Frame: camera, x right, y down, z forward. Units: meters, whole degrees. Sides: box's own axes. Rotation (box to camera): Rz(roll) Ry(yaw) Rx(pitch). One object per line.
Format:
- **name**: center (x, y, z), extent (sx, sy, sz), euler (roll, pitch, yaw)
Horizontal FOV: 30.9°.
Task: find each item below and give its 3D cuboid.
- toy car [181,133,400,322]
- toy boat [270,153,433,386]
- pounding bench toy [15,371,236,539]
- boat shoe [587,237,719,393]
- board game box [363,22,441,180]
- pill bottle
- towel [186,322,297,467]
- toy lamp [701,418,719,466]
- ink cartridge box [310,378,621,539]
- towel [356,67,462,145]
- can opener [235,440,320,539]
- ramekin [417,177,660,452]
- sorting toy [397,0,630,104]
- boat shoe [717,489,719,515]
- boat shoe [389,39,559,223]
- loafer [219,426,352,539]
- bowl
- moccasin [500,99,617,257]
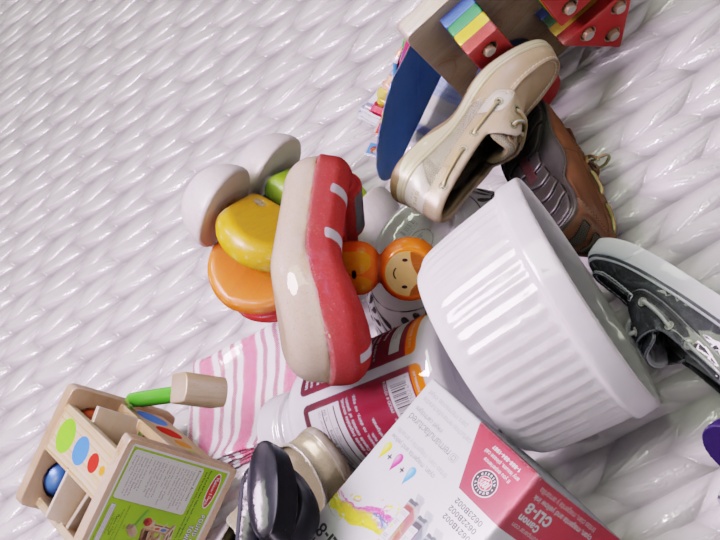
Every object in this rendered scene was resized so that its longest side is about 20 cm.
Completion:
- **toy car**: center (-0.070, -0.026, 1.253), extent (0.175, 0.150, 0.200), euler (29, 37, 17)
- **toy boat**: center (0.000, 0.000, 1.049), extent (0.130, 0.131, 0.200), euler (0, 44, 5)
- **pounding bench toy**: center (-0.210, 0.164, 1.224), extent (0.156, 0.124, 0.201), euler (29, 94, 51)
- **boat shoe**: center (0.235, 0.041, 0.994), extent (0.068, 0.072, 0.200), euler (-49, 46, -3)
- **board game box**: center (0.038, -0.189, 1.258), extent (0.039, 0.158, 0.201), euler (20, 68, 12)
- **pill bottle**: center (0.014, 0.115, 1.095), extent (0.200, 0.113, 0.113), euler (-24, 44, 32)
- **towel**: center (-0.097, 0.113, 1.270), extent (0.199, 0.030, 0.147), euler (-26, 43, 25)
- **toy lamp**: center (0.305, 0.057, 0.887), extent (0.058, 0.058, 0.200), euler (14, 50, 48)
- **ink cartridge box**: center (0.063, 0.217, 0.943), extent (0.200, 0.145, 0.145), euler (-50, 38, 0)
- **towel**: center (0.094, -0.218, 1.370), extent (0.200, 0.024, 0.147), euler (-52, 40, -5)
- **can opener**: center (-0.066, 0.222, 0.902), extent (0.063, 0.079, 0.201), euler (-15, 59, 27)
- **ramekin**: center (0.129, 0.042, 0.979), extent (0.105, 0.200, 0.201), euler (-33, 41, 12)
- **sorting toy**: center (0.164, -0.228, 1.193), extent (0.200, 0.199, 0.070), euler (-41, 61, 11)
- **boat shoe**: center (0.278, 0.211, 0.813), extent (0.066, 0.072, 0.200), euler (-46, 43, 7)
- **boat shoe**: center (0.113, -0.119, 1.128), extent (0.065, 0.072, 0.200), euler (35, 70, 31)
- **loafer**: center (-0.066, 0.206, 1.067), extent (0.076, 0.068, 0.200), euler (45, 135, 20)
- **bowl**: center (0.073, -0.006, 1.159), extent (0.200, 0.094, 0.201), euler (-24, 45, 26)
- **moccasin**: center (0.178, -0.083, 1.145), extent (0.074, 0.078, 0.202), euler (-52, 31, 21)
